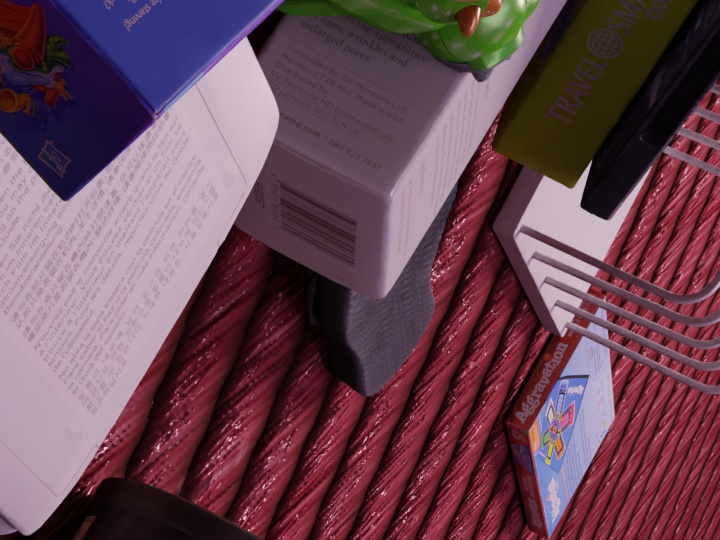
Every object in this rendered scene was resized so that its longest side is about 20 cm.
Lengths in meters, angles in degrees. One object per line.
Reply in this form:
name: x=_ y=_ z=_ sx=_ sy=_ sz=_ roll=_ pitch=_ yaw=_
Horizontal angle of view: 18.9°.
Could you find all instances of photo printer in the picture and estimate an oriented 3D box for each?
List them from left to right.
photo printer: x=-0.100 y=-0.032 z=0.567 sx=0.167 sy=0.069 sz=0.200 roll=-60 pitch=160 yaw=-15

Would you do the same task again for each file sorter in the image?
file sorter: x=0.173 y=-0.030 z=1.203 sx=0.139 sy=0.124 sz=0.200 roll=-62 pitch=160 yaw=-10

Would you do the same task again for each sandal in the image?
sandal: x=0.000 y=0.001 z=0.927 sx=0.076 sy=0.043 sz=0.200 roll=-49 pitch=166 yaw=-21

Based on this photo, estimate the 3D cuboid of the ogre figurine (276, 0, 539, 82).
ogre figurine: x=0.019 y=-0.134 z=0.686 sx=0.200 sy=0.098 sz=0.121 roll=18 pitch=89 yaw=-68

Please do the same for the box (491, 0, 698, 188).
box: x=0.125 y=-0.143 z=0.925 sx=0.200 sy=0.047 sz=0.122 roll=121 pitch=-8 yaw=-48

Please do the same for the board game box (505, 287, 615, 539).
board game box: x=0.133 y=0.097 z=1.413 sx=0.103 sy=0.019 sz=0.200 roll=-60 pitch=160 yaw=-19

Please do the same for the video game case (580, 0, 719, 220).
video game case: x=0.155 y=-0.130 z=0.911 sx=0.200 sy=0.019 sz=0.143 roll=121 pitch=-8 yaw=-49

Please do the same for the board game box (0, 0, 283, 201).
board game box: x=-0.045 y=-0.128 z=0.495 sx=0.045 sy=0.135 sz=0.200 roll=-33 pitch=-169 yaw=50

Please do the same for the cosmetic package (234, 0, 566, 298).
cosmetic package: x=0.029 y=-0.100 z=0.802 sx=0.201 sy=0.074 sz=0.102 roll=-59 pitch=171 yaw=-20

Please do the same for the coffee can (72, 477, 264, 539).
coffee can: x=-0.082 y=0.198 z=0.774 sx=0.201 sy=0.146 sz=0.147 roll=-59 pitch=160 yaw=-17
